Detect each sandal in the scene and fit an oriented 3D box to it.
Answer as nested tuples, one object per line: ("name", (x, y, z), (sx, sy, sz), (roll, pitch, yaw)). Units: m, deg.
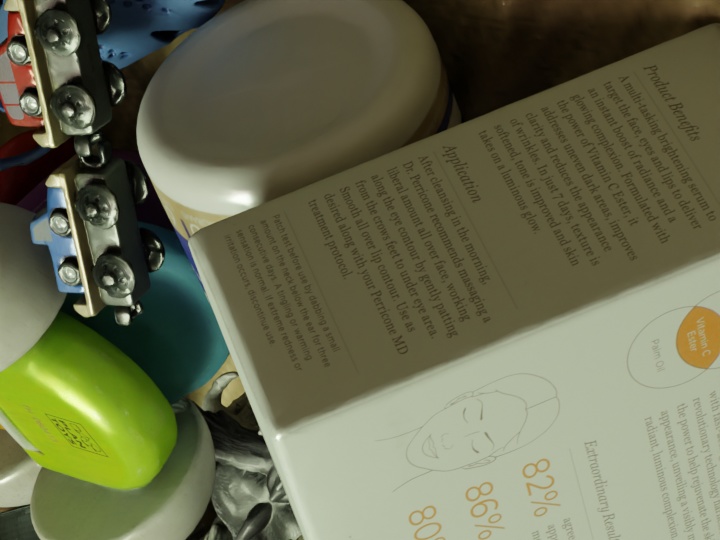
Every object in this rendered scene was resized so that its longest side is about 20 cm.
("sandal", (-0.109, -0.094, 1.039), (0.079, 0.087, 0.200), (40, 144, -7))

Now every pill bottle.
("pill bottle", (0.000, 0.000, 1.038), (0.115, 0.116, 0.201), (9, 139, 32))

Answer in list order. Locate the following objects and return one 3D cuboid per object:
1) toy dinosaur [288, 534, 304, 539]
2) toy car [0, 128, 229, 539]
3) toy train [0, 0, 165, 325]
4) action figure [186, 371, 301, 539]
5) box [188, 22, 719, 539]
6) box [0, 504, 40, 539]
("toy dinosaur", (-0.007, 0.157, 1.111), (0.102, 0.077, 0.200), (24, 148, -20))
("toy car", (-0.128, 0.013, 1.123), (0.200, 0.150, 0.175), (21, 153, 48))
("toy train", (-0.111, -0.072, 0.985), (0.046, 0.034, 0.201), (0, 115, 26))
("action figure", (-0.033, 0.100, 1.209), (0.119, 0.102, 0.200), (35, 149, 4))
("box", (0.064, 0.034, 0.938), (0.107, 0.199, 0.153), (-116, 7, -46))
("box", (-0.140, 0.209, 1.361), (0.200, 0.047, 0.194), (-19, 85, 64))
